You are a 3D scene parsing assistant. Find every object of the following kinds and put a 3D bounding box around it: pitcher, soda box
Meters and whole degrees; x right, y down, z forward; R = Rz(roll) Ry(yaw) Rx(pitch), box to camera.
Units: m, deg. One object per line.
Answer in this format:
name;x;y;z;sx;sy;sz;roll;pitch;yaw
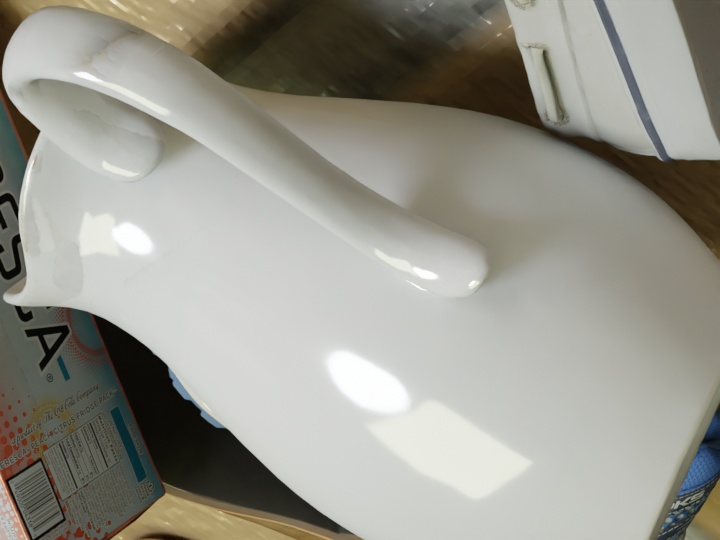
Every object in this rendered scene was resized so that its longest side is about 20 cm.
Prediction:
pitcher;0.000;0.000;0.772;0.199;0.122;0.172;25;168;8
soda box;-0.136;-0.002;0.892;0.068;0.064;0.201;-11;105;40

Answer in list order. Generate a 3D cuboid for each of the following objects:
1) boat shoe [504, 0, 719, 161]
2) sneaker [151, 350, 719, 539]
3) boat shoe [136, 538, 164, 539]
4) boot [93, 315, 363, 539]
boat shoe;0.047;-0.103;0.713;0.065;0.072;0.200;1;146;24
sneaker;0.027;0.024;0.892;0.199;0.077;0.085;27;135;-13
boat shoe;-0.013;0.168;1.085;0.199;0.072;0.072;22;145;7
boot;-0.038;0.060;0.974;0.199;0.074;0.075;26;155;-3
